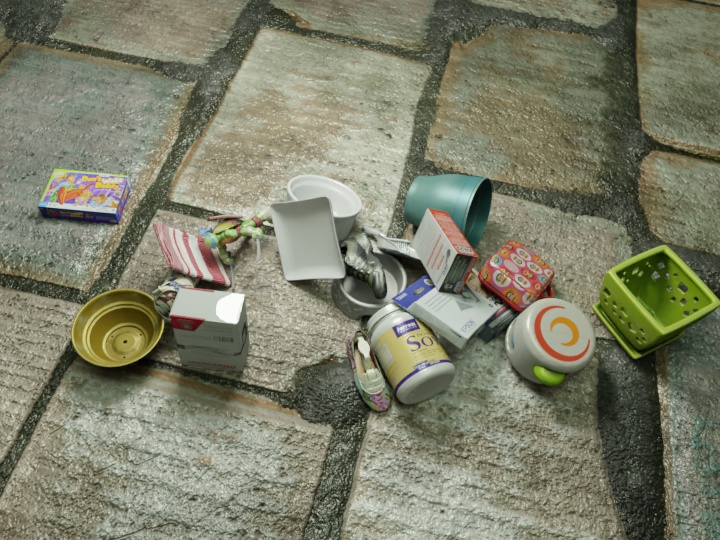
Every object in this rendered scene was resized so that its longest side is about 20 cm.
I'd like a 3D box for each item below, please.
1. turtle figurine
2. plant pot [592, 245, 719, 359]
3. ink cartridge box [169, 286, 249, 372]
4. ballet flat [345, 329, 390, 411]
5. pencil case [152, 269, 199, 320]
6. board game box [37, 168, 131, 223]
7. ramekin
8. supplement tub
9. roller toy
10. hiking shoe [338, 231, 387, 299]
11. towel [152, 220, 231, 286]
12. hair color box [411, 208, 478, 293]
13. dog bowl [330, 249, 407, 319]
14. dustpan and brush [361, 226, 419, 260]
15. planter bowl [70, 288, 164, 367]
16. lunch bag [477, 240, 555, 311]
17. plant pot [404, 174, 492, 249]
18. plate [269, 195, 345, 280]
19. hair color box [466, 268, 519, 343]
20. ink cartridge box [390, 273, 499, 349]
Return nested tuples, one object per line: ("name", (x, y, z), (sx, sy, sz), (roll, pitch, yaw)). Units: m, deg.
("turtle figurine", (-0.287, -0.067, 1.610), (0.200, 0.144, 0.194), (32, 43, 16))
("plant pot", (0.702, 0.088, 1.562), (0.200, 0.182, 0.199), (-22, 59, -19))
("ink cartridge box", (-0.329, 0.134, 1.421), (0.145, 0.200, 0.084), (7, 51, -1))
("ballet flat", (0.016, 0.224, 1.468), (0.069, 0.071, 0.200), (-13, 58, -14))
("pencil case", (-0.430, 0.031, 1.512), (0.078, 0.090, 0.200), (-22, 27, 7))
("board game box", (-0.730, -0.198, 1.705), (0.199, 0.045, 0.135), (5, 55, -2))
("ramekin", (-0.105, -0.158, 1.671), (0.200, 0.098, 0.201), (15, 33, -10))
("supplement tub", (0.111, 0.185, 1.459), (0.145, 0.146, 0.200), (-19, 59, -17))
("roller toy", (0.444, 0.168, 1.507), (0.200, 0.140, 0.183), (-25, 72, -24))
("hiking shoe", (0.000, 0.000, 1.561), (0.100, 0.076, 0.200), (-20, 52, -5))
("towel", (-0.403, -0.037, 1.552), (0.023, 0.200, 0.144), (-39, 60, 17))
("hair color box", (0.198, -0.049, 1.534), (0.064, 0.111, 0.200), (9, 33, -22))
("dog bowl", (0.026, 0.032, 1.610), (0.199, 0.059, 0.200), (3, 54, -4))
("dustpan and brush", (0.072, -0.076, 1.674), (0.200, 0.139, 0.057), (14, 87, 40))
("planter bowl", (-0.544, 0.147, 1.460), (0.200, 0.084, 0.201), (3, 55, -4))
("lunch bag", (0.406, 0.018, 1.606), (0.176, 0.082, 0.200), (39, 35, 17))
("plant pot", (0.225, -0.168, 1.695), (0.188, 0.200, 0.200), (18, 54, 24))
("plate", (-0.125, -0.077, 1.563), (0.199, 0.201, 0.032), (-3, 13, 39))
("hair color box", (0.288, 0.074, 1.605), (0.099, 0.061, 0.200), (-32, 63, -24))
("ink cartridge box", (0.200, 0.076, 1.487), (0.200, 0.041, 0.200), (34, 33, 18))
